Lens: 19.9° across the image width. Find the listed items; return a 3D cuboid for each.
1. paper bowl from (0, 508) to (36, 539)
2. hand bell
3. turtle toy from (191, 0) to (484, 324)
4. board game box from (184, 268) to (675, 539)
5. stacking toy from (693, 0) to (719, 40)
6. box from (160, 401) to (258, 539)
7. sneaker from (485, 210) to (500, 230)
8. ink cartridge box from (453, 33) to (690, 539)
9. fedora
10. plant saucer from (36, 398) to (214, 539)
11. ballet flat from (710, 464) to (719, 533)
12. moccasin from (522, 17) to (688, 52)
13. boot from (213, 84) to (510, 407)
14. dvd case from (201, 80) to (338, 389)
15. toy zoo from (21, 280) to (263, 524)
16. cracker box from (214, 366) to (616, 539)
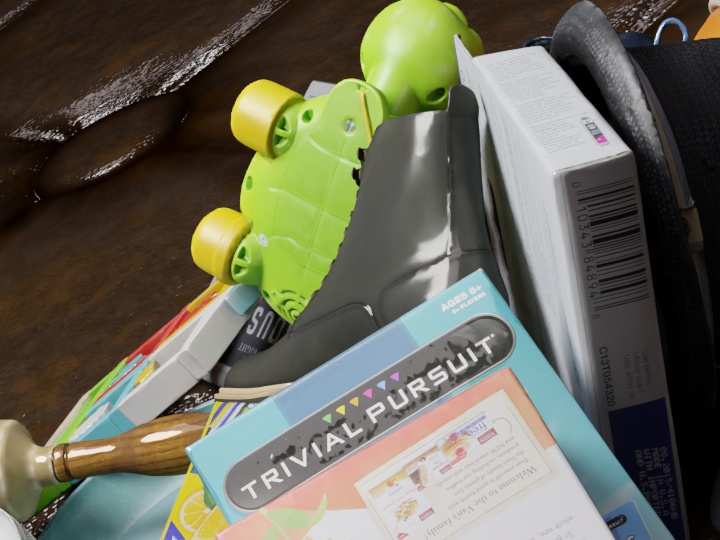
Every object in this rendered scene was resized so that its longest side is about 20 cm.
[{"bbox_3d":[-0.234,0.199,1.005,0.200,0.104,0.201,-31,30,20],"label":"paper bowl"},{"bbox_3d":[-0.152,0.104,1.114,0.198,0.105,0.104,-9,28,11],"label":"hand bell"},{"bbox_3d":[0.006,-0.049,1.100,0.145,0.201,0.101,28,20,25],"label":"turtle toy"},{"bbox_3d":[0.041,0.119,0.845,0.150,0.047,0.200,-31,62,-7],"label":"board game box"},{"bbox_3d":[0.175,-0.033,1.068,0.200,0.146,0.146,-44,24,4],"label":"stacking toy"},{"bbox_3d":[-0.058,0.154,0.939,0.070,0.065,0.201,1,45,19],"label":"box"},{"bbox_3d":[0.106,-0.049,1.174,0.060,0.104,0.200,-66,25,6],"label":"sneaker"},{"bbox_3d":[0.098,0.003,0.960,0.043,0.198,0.200,-14,25,-3],"label":"ink cartridge box"},{"bbox_3d":[0.157,-0.035,0.959,0.091,0.202,0.201,-15,23,-7],"label":"fedora"},{"bbox_3d":[-0.084,0.136,1.092,0.199,0.036,0.200,-24,24,11],"label":"plant saucer"},{"bbox_3d":[0.219,0.038,0.922,0.200,0.073,0.073,-39,26,-20],"label":"ballet flat"},{"bbox_3d":[0.163,-0.110,1.266,0.080,0.068,0.199,-42,28,-28],"label":"moccasin"},{"bbox_3d":[0.000,0.000,1.019,0.199,0.140,0.077,-15,-14,43],"label":"boot"},{"bbox_3d":[-0.031,-0.015,1.230,0.150,0.025,0.201,18,80,59],"label":"dvd case"},{"bbox_3d":[-0.118,0.058,1.197,0.200,0.020,0.131,-39,10,28],"label":"toy zoo"},{"bbox_3d":[0.049,0.155,0.764,0.133,0.058,0.201,-29,61,-2],"label":"cracker box"}]
